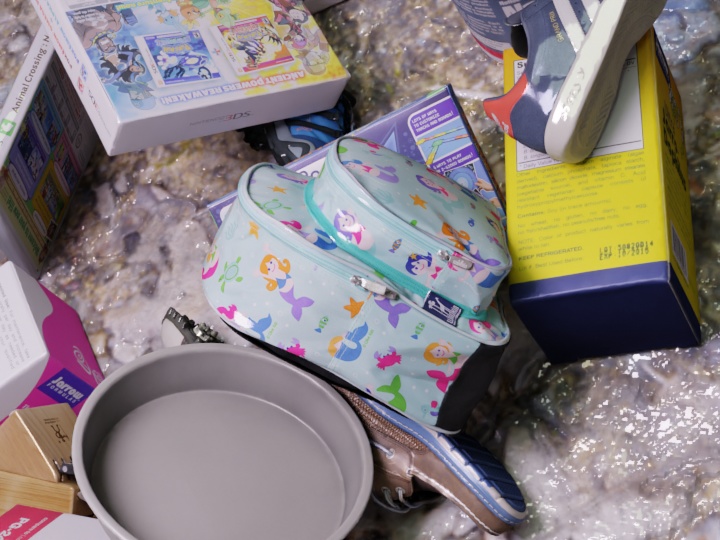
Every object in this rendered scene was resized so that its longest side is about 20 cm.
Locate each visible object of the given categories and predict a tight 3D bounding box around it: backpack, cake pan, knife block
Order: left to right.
[{"bbox_3d":[-0.222,0.197,1.154,0.200,0.064,0.176,-43,71,22],"label":"knife block"},{"bbox_3d":[-0.091,0.130,1.023,0.198,0.037,0.201,8,41,-7],"label":"cake pan"},{"bbox_3d":[0.000,0.000,1.025,0.198,0.178,0.152,20,109,-6],"label":"backpack"}]

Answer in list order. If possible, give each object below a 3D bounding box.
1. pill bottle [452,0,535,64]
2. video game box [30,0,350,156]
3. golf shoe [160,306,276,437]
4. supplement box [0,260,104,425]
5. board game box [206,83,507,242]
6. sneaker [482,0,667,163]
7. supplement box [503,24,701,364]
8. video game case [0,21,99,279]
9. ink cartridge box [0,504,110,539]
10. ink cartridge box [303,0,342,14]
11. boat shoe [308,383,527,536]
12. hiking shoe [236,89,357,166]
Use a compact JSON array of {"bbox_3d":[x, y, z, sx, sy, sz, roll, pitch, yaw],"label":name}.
[{"bbox_3d":[0.106,-0.250,1.145,0.118,0.200,0.121,-11,61,21],"label":"pill bottle"},{"bbox_3d":[-0.134,-0.186,1.172,0.198,0.047,0.183,-15,61,-31],"label":"video game box"},{"bbox_3d":[-0.110,0.111,1.145,0.088,0.077,0.200,-42,55,7],"label":"golf shoe"},{"bbox_3d":[-0.315,0.102,1.231,0.199,0.101,0.104,-36,56,6],"label":"supplement box"},{"bbox_3d":[0.005,-0.032,1.137,0.198,0.034,0.137,-24,96,11],"label":"board game box"},{"bbox_3d":[0.145,-0.173,1.030,0.084,0.075,0.201,22,76,27],"label":"sneaker"},{"bbox_3d":[0.166,-0.053,1.072,0.108,0.110,0.202,-8,62,20],"label":"supplement box"},{"bbox_3d":[-0.253,-0.106,1.253,0.022,0.200,0.184,19,73,5],"label":"video game case"},{"bbox_3d":[-0.169,0.254,1.053,0.198,0.083,0.147,5,110,28],"label":"ink cartridge box"},{"bbox_3d":[-0.084,-0.285,1.325,0.198,0.085,0.147,-20,58,13],"label":"ink cartridge box"},{"bbox_3d":[0.032,0.128,1.077,0.200,0.072,0.073,40,98,38],"label":"boat shoe"},{"bbox_3d":[-0.031,-0.107,1.217,0.086,0.075,0.200,-37,62,-10],"label":"hiking shoe"}]
